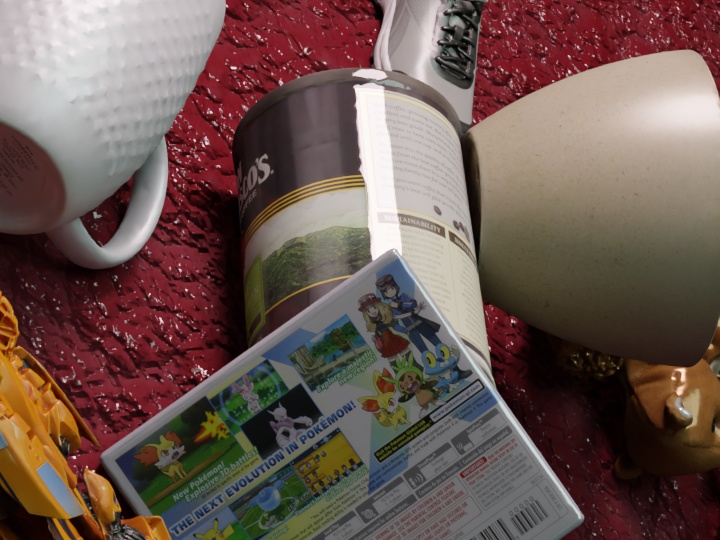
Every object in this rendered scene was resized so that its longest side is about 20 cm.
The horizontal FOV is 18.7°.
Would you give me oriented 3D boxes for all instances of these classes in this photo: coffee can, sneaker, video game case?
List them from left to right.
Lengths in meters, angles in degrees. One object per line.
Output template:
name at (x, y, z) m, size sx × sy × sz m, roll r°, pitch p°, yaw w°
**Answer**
video game case at (-0.010, 0.118, 1.193) m, size 0.183 × 0.200 × 0.022 m, roll 55°, pitch -1°, yaw 2°
coffee can at (0.000, 0.000, 1.323) m, size 0.146 × 0.146 × 0.201 m, roll 24°, pitch 44°, yaw -35°
sneaker at (0.056, -0.178, 1.599) m, size 0.074 × 0.079 × 0.201 m, roll 25°, pitch 45°, yaw -36°

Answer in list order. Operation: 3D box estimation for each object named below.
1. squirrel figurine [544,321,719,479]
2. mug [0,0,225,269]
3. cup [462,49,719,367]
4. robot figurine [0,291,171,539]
squirrel figurine at (0.196, 0.051, 1.549) m, size 0.199 × 0.142 × 0.187 m, roll 21°, pitch 55°, yaw -18°
mug at (-0.163, -0.092, 1.237) m, size 0.176 × 0.147 × 0.200 m, roll -68°, pitch 145°, yaw -42°
cup at (0.137, -0.038, 1.382) m, size 0.143 × 0.201 × 0.201 m, roll -1°, pitch 54°, yaw -7°
robot figurine at (-0.150, 0.113, 1.086) m, size 0.200 × 0.058 × 0.145 m, roll 57°, pitch 7°, yaw -15°
